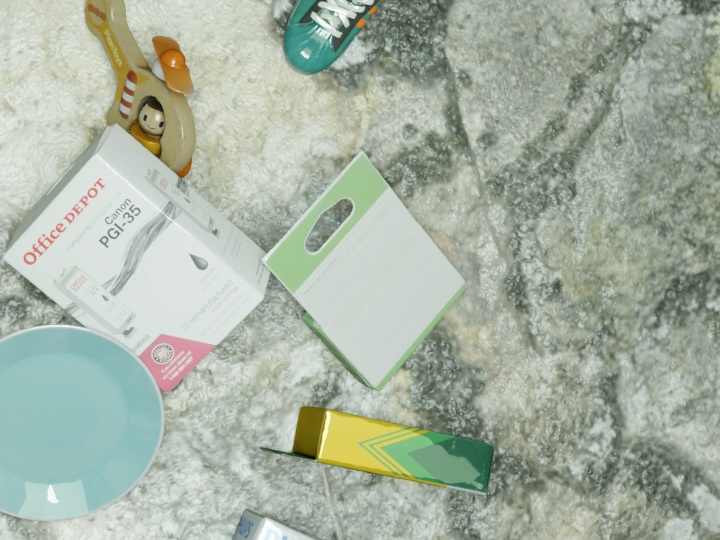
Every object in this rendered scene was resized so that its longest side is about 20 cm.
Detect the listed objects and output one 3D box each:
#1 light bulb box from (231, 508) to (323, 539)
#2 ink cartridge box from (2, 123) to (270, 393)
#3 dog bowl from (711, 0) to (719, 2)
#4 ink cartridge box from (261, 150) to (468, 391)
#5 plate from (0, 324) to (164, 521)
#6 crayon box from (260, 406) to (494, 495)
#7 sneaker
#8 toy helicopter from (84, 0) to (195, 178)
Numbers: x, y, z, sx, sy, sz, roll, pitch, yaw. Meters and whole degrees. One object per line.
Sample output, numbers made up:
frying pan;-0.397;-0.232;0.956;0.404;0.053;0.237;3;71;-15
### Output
light bulb box;-0.053;0.355;1.277;0.197;0.125;0.201;26;80;-10
ink cartridge box;-0.202;-0.010;1.247;0.200;0.083;0.146;41;111;-15
dog bowl;0.401;-0.396;1.475;0.198;0.059;0.202;1;86;-14
ink cartridge box;0.000;0.000;1.316;0.146;0.048;0.200;-48;122;-12
plate;-0.280;0.137;1.252;0.198;0.026;0.202;-6;114;-13
crayon box;0.014;0.168;1.306;0.198;0.126;0.052;12;83;-13
sneaker;-0.007;-0.284;1.355;0.071;0.080;0.201;36;79;-9
toy helicopter;-0.208;-0.185;1.284;0.079;0.132;0.201;-12;70;-42
